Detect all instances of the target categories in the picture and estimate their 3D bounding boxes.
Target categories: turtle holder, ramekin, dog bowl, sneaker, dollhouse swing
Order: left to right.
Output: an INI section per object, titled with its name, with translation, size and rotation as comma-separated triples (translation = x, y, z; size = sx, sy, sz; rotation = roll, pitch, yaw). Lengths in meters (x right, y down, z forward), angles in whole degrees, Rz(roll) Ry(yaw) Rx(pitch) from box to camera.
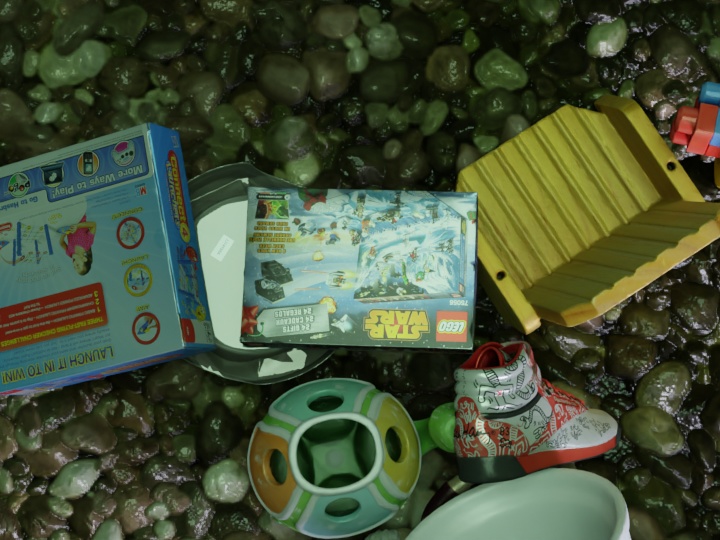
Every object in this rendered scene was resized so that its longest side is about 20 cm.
[dog bowl]
translation = -0.095, 0.006, 1.480
size = 0.200, 0.059, 0.200
rotation = 0, 80, -3
[turtle holder]
translation = -0.004, 0.164, 1.421
size = 0.185, 0.132, 0.141
rotation = 15, 80, 0
[ramekin]
translation = 0.132, 0.256, 1.338
size = 0.200, 0.200, 0.098
rotation = -26, 111, -6
[sneaker]
translation = 0.153, 0.110, 1.414
size = 0.201, 0.067, 0.108
rotation = -9, 95, -46
[dollhouse swing]
translation = 0.193, -0.058, 1.445
size = 0.200, 0.176, 0.182
rotation = -32, 84, -6

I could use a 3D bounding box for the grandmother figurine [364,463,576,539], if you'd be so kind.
[grandmother figurine]
translation = 0.099, 0.231, 1.454
size = 0.200, 0.061, 0.121
rotation = -15, 90, -2

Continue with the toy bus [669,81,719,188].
[toy bus]
translation = 0.368, -0.110, 1.457
size = 0.192, 0.200, 0.136
rotation = 10, 75, 9

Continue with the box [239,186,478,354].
[box]
translation = 0.000, 0.000, 1.425
size = 0.200, 0.040, 0.137
rotation = 2, 81, 5

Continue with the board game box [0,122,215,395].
[board game box]
translation = -0.238, -0.007, 1.437
size = 0.200, 0.056, 0.196
rotation = -14, 81, 22
